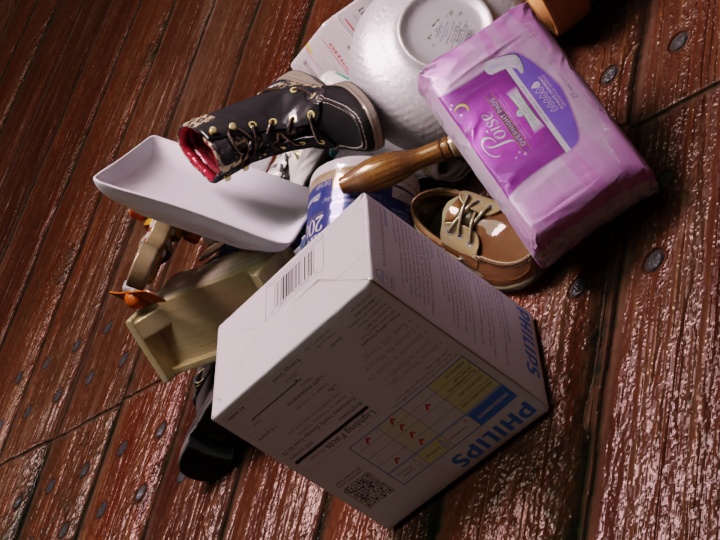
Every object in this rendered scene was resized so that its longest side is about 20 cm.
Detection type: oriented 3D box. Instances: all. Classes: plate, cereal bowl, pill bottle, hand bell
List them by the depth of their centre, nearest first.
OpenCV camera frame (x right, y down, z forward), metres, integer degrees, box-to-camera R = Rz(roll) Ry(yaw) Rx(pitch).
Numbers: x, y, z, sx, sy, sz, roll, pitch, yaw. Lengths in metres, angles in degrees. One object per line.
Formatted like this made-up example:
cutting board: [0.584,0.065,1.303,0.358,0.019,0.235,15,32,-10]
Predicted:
hand bell: [0.073,-0.112,1.424,0.200,0.104,0.104,-17,38,14]
pill bottle: [0.000,0.000,1.476,0.111,0.111,0.200,-26,52,44]
cereal bowl: [0.084,-0.217,1.505,0.083,0.200,0.200,79,-147,-65]
plate: [-0.148,-0.072,1.534,0.200,0.200,0.032,-60,-12,-71]

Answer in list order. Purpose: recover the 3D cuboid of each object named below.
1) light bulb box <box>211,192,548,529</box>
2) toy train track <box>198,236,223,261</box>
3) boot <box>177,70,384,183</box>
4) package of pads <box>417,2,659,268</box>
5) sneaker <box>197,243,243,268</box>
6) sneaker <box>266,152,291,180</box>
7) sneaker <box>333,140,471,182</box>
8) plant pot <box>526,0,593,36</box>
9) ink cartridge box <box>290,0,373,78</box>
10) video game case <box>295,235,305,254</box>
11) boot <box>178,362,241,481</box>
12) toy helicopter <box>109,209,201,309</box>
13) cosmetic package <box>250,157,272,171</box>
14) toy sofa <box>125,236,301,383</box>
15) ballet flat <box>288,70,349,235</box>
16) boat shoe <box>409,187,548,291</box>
light bulb box: [0.015,0.080,1.279,0.198,0.200,0.125,-41,28,26]
toy train track: [-0.140,-0.051,1.624,0.115,0.033,0.200,-34,1,8]
boot: [-0.080,-0.136,1.514,0.151,0.073,0.200,-26,31,-23]
package of pads: [0.148,-0.114,1.300,0.120,0.076,0.200,-34,68,3]
sneaker: [-0.128,0.014,1.676,0.077,0.085,0.200,-33,-2,-25]
sneaker: [-0.074,-0.099,1.731,0.200,0.076,0.088,-61,-1,37]
sneaker: [0.047,-0.113,1.574,0.200,0.074,0.116,-41,27,10]
plant pot: [0.196,-0.351,1.505,0.140,0.200,0.200,-34,30,6]
ink cartridge box: [0.003,-0.222,1.667,0.067,0.117,0.200,-38,3,-17]
video game case: [-0.038,0.011,1.646,0.182,0.022,0.200,-48,27,15]
boot: [-0.138,0.110,1.630,0.200,0.069,0.174,-48,25,36]
toy helicopter: [-0.216,-0.011,1.554,0.200,0.079,0.132,-91,26,-78]
cosmetic package: [-0.169,-0.100,1.851,0.113,0.081,0.200,-60,6,-9]
toy sofa: [-0.132,0.038,1.570,0.200,0.083,0.098,-20,19,35]
ballet flat: [-0.042,-0.130,1.652,0.069,0.069,0.200,-92,18,-50]
boat shoe: [0.105,-0.034,1.401,0.076,0.074,0.200,-59,27,-7]
